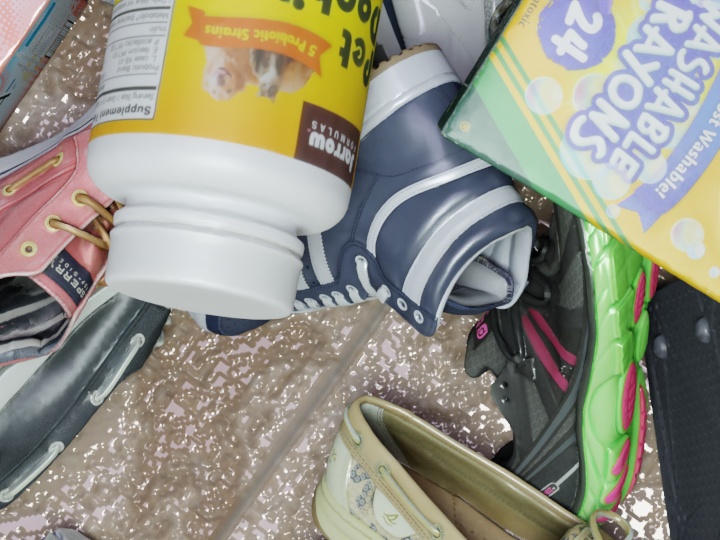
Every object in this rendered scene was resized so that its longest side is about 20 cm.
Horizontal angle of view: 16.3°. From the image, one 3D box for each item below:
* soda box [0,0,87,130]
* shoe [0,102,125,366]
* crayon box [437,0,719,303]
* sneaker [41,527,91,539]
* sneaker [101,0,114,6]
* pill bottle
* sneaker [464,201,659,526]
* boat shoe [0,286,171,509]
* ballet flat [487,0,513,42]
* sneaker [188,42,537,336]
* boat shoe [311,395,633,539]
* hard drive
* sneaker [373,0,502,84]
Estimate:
[{"bbox_3d":[-0.215,-0.069,1.187,0.068,0.064,0.200,34,92,6],"label":"soda box"},{"bbox_3d":[-0.115,-0.023,1.115,0.200,0.071,0.091,-25,41,24],"label":"shoe"},{"bbox_3d":[0.149,-0.059,1.020,0.200,0.052,0.126,31,95,-4],"label":"crayon box"},{"bbox_3d":[-0.172,0.195,1.118,0.081,0.199,0.115,46,106,2],"label":"sneaker"},{"bbox_3d":[-0.083,-0.123,1.169,0.200,0.088,0.075,34,61,28],"label":"sneaker"},{"bbox_3d":[-0.050,-0.085,1.026,0.109,0.109,0.200,8,80,7],"label":"pill bottle"},{"bbox_3d":[0.087,0.023,1.122,0.084,0.077,0.200,10,114,18],"label":"sneaker"},{"bbox_3d":[-0.128,0.027,1.177,0.200,0.076,0.060,-44,122,-5],"label":"boat shoe"},{"bbox_3d":[0.141,-0.116,1.078,0.200,0.072,0.072,-13,87,29],"label":"ballet flat"},{"bbox_3d":[0.000,0.000,1.112,0.109,0.070,0.200,55,133,13],"label":"sneaker"},{"bbox_3d":[0.068,0.126,1.115,0.200,0.073,0.063,26,125,17],"label":"boat shoe"},{"bbox_3d":[0.169,0.101,1.107,0.042,0.135,0.200,-7,83,-11],"label":"hard drive"},{"bbox_3d":[0.040,-0.096,1.159,0.080,0.076,0.200,-18,93,-18],"label":"sneaker"}]
